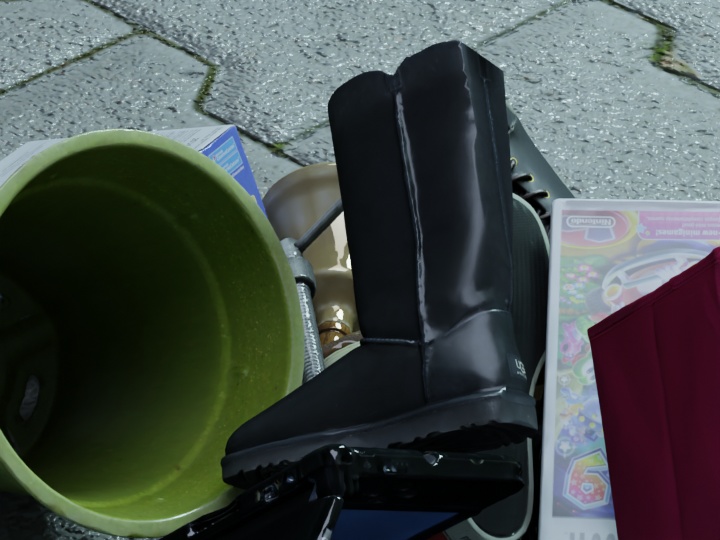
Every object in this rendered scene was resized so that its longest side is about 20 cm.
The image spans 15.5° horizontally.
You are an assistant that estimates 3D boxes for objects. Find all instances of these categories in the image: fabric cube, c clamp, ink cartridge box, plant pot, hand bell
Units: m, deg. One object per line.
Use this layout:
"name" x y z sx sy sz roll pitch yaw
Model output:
"fabric cube" 0.230 0.098 1.179 0.195 0.200 0.200 -3 -11 -12
"c clamp" -0.043 0.055 1.407 0.027 0.171 0.200 30 30 -26
"ink cartridge box" -0.147 -0.021 1.515 0.199 0.077 0.136 -4 25 37
"plant pot" -0.162 0.043 1.363 0.200 0.201 0.190 -25 7 -36
"hand bell" -0.015 0.043 1.504 0.104 0.104 0.200 3 45 0

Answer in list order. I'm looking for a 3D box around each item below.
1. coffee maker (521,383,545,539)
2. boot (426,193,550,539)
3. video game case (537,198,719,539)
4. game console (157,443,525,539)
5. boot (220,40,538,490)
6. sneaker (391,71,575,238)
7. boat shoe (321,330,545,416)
"coffee maker" 0.192 0.109 1.383 0.199 0.135 0.193 10 66 12
"boot" 0.028 0.060 1.378 0.072 0.144 0.201 27 60 -33
"video game case" 0.163 0.059 1.325 0.143 0.018 0.201 1 67 6
"game console" -0.036 0.165 1.236 0.175 0.200 0.117 6 66 -36
"boot" 0.001 0.000 1.309 0.164 0.066 0.201 -13 70 17
"sneaker" 0.089 -0.042 1.548 0.200 0.075 0.106 37 12 -41
"boat shoe" 0.047 0.051 1.482 0.202 0.075 0.075 0 30 -35
